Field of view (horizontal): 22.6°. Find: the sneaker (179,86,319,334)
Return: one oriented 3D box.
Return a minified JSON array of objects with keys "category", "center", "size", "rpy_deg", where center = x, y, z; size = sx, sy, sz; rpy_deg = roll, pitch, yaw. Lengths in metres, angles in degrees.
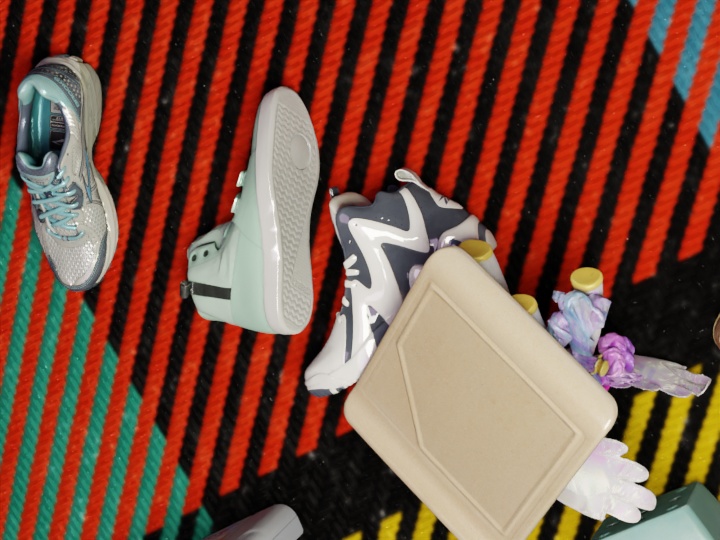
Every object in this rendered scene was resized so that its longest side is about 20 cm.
[{"category":"sneaker","center":[-0.100,-0.050,1.487],"size":[0.118,0.074,0.202],"rpy_deg":[2,90,35]}]

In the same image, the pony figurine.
[{"category":"pony figurine","center":[0.158,0.084,1.410],"size":[0.192,0.167,0.201],"rpy_deg":[14,138,31]}]

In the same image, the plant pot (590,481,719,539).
[{"category":"plant pot","center":[0.267,0.284,1.442],"size":[0.141,0.141,0.201],"rpy_deg":[-26,88,18]}]

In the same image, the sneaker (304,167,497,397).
[{"category":"sneaker","center":[0.000,0.000,1.469],"size":[0.130,0.079,0.199],"rpy_deg":[47,110,2]}]

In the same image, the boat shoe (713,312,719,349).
[{"category":"boat shoe","center":[0.371,0.077,1.397],"size":[0.199,0.068,0.072],"rpy_deg":[23,108,8]}]

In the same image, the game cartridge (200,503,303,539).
[{"category":"game cartridge","center":[-0.150,0.264,1.541],"size":[0.199,0.133,0.042],"rpy_deg":[-29,96,18]}]

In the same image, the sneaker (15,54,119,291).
[{"category":"sneaker","center":[-0.259,-0.077,1.513],"size":[0.077,0.086,0.202],"rpy_deg":[-3,102,16]}]

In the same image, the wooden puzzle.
[{"category":"wooden puzzle","center":[0.089,0.104,1.375],"size":[0.185,0.037,0.200],"rpy_deg":[45,132,16]}]
